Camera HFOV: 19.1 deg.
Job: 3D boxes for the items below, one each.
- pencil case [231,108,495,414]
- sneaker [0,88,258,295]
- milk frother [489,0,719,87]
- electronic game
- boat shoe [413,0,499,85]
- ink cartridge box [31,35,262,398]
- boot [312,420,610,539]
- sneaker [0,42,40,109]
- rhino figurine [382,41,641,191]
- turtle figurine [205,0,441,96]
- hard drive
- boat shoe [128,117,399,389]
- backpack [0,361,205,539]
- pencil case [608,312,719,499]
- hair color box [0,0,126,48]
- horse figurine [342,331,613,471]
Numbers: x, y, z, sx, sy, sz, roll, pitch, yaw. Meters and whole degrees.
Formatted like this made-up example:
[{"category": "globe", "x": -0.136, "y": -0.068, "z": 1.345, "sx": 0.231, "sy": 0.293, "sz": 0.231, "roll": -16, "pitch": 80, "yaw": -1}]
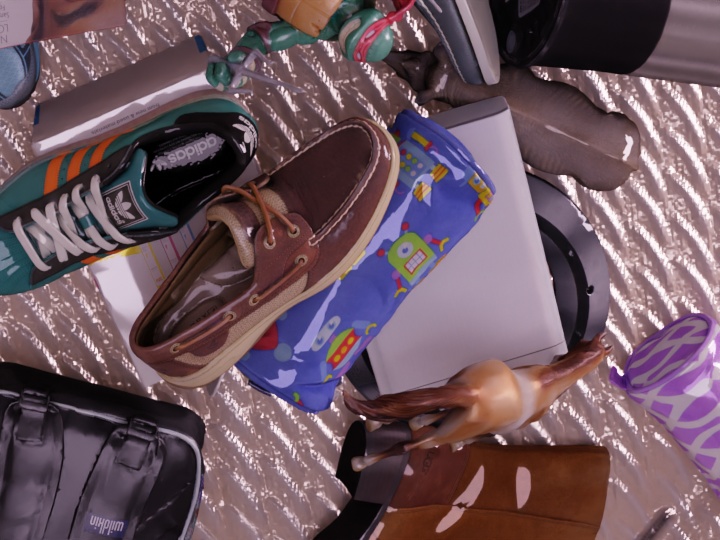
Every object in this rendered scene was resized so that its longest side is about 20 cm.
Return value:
[{"category": "pencil case", "x": 0.000, "y": 0.000, "z": 1.316, "sx": 0.087, "sy": 0.078, "sz": 0.200, "roll": 39, "pitch": 89, "yaw": -32}, {"category": "sneaker", "x": -0.152, "y": -0.044, "z": 1.274, "sx": 0.199, "sy": 0.080, "sz": 0.072, "roll": -30, "pitch": 106, "yaw": 1}, {"category": "milk frother", "x": 0.207, "y": -0.205, "z": 1.341, "sx": 0.187, "sy": 0.200, "sz": 0.182, "roll": 4, "pitch": 94, "yaw": -21}, {"category": "electronic game", "x": 0.074, "y": 0.021, "z": 1.475, "sx": 0.198, "sy": 0.042, "sz": 0.201, "roll": -3, "pitch": 113, "yaw": -6}, {"category": "boat shoe", "x": 0.029, "y": -0.203, "z": 1.351, "sx": 0.061, "sy": 0.073, "sz": 0.201, "roll": -22, "pitch": 101, "yaw": 15}, {"category": "ink cartridge box", "x": -0.117, "y": -0.029, "z": 1.393, "sx": 0.125, "sy": 0.129, "sz": 0.201, "roll": -23, "pitch": 107, "yaw": -1}, {"category": "boot", "x": 0.066, "y": 0.198, "z": 1.525, "sx": 0.199, "sy": 0.068, "sz": 0.190, "roll": 10, "pitch": 102, "yaw": -22}, {"category": "sneaker", "x": -0.273, "y": -0.183, "z": 1.349, "sx": 0.079, "sy": 0.096, "sz": 0.201, "roll": -29, "pitch": 106, "yaw": 6}, {"category": "rhino figurine", "x": 0.100, "y": -0.109, "z": 1.421, "sx": 0.199, "sy": 0.087, "sz": 0.060, "roll": 23, "pitch": 100, "yaw": -12}, {"category": "turtle figurine", "x": -0.045, "y": -0.175, "z": 1.297, "sx": 0.200, "sy": 0.101, "sz": 0.150, "roll": 38, "pitch": 103, "yaw": 14}, {"category": "hard drive", "x": 0.055, "y": -0.006, "z": 1.412, "sx": 0.131, "sy": 0.027, "sz": 0.201, "roll": -16, "pitch": 120, "yaw": 0}, {"category": "boat shoe", "x": -0.059, "y": -0.016, "z": 1.257, "sx": 0.200, "sy": 0.072, "sz": 0.072, "roll": -43, "pitch": 63, "yaw": 2}, {"category": "backpack", "x": -0.203, "y": 0.172, "z": 1.422, "sx": 0.176, "sy": 0.151, "sz": 0.201, "roll": 14, "pitch": 95, "yaw": -8}, {"category": "pencil case", "x": 0.267, "y": 0.125, "z": 1.511, "sx": 0.085, "sy": 0.084, "sz": 0.200, "roll": -31, "pitch": 106, "yaw": 25}, {"category": "hair color box", "x": -0.208, "y": -0.242, "z": 1.291, "sx": 0.110, "sy": 0.064, "sz": 0.202, "roll": -17, "pitch": 113, "yaw": -37}, {"category": "horse figurine", "x": 0.072, "y": 0.086, "z": 1.374, "sx": 0.132, "sy": 0.200, "sz": 0.050, "roll": -26, "pitch": 76, "yaw": 29}]
